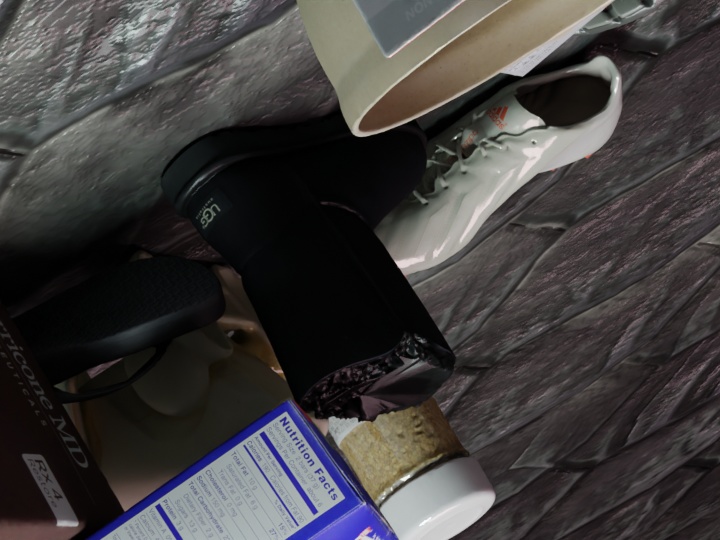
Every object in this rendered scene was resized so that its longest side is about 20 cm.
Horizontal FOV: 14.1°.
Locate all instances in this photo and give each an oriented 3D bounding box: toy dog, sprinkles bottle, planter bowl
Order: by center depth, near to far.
[{"bbox_3d":[0.047,-0.167,1.251,0.200,0.135,0.200,-31,175,-3],"label":"planter bowl"},{"bbox_3d":[-0.120,0.114,1.684,0.200,0.194,0.140,-45,169,15],"label":"toy dog"},{"bbox_3d":[0.003,0.068,1.729,0.068,0.200,0.068,-28,162,-10],"label":"sprinkles bottle"}]

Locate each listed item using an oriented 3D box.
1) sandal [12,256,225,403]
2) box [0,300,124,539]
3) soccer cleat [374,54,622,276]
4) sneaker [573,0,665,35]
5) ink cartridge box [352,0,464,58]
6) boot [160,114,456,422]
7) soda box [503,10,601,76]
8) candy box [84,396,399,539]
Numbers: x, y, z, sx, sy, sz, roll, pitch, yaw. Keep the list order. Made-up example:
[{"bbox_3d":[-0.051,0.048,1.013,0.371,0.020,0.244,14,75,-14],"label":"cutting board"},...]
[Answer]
[{"bbox_3d":[-0.162,0.047,1.585,0.200,0.043,0.076,-21,-151,12],"label":"sandal"},{"bbox_3d":[-0.256,0.105,1.455,0.164,0.166,0.200,-38,163,16],"label":"box"},{"bbox_3d":[0.071,-0.066,1.715,0.200,0.069,0.078,-32,159,-22],"label":"soccer cleat"},{"bbox_3d":[0.177,-0.190,1.534,0.200,0.075,0.079,-38,164,21],"label":"sneaker"},{"bbox_3d":[0.055,-0.200,1.133,0.200,0.174,0.044,-36,155,16],"label":"ink cartridge box"},{"bbox_3d":[0.000,0.000,1.594,0.200,0.168,0.076,-9,150,-51],"label":"boot"},{"bbox_3d":[0.123,-0.183,1.480,0.200,0.064,0.068,-39,161,24],"label":"soda box"},{"bbox_3d":[-0.084,0.163,1.518,0.200,0.077,0.169,-34,164,-2],"label":"candy box"}]
